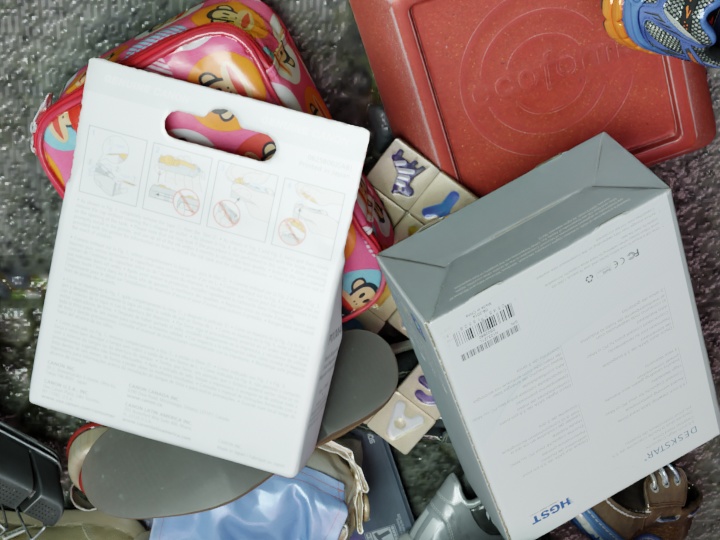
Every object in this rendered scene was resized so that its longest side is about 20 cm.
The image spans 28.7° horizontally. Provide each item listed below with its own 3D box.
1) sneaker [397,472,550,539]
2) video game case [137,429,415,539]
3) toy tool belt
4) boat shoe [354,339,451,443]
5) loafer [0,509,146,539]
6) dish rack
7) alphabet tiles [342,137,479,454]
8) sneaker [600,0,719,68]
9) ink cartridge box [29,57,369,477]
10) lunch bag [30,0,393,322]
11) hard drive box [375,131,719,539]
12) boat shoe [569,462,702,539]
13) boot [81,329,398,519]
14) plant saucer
[{"bbox_3d":[0.130,0.196,1.018,0.199,0.075,0.116,22,104,-29],"label":"sneaker"},{"bbox_3d":[-0.071,0.163,0.996,0.199,0.019,0.144,-18,122,1],"label":"video game case"},{"bbox_3d":[-0.090,0.154,0.905,0.199,0.123,0.126,7,120,-12],"label":"toy tool belt"},{"bbox_3d":[0.082,0.088,0.940,0.199,0.068,0.072,3,116,-13],"label":"boat shoe"},{"bbox_3d":[-0.244,0.205,0.958,0.199,0.068,0.076,-9,122,5],"label":"loafer"},{"bbox_3d":[-0.292,0.171,0.869,0.200,0.055,0.153,-44,134,6],"label":"dish rack"},{"bbox_3d":[0.000,0.000,0.877,0.200,0.008,0.167,37,112,-6],"label":"alphabet tiles"},{"bbox_3d":[0.231,-0.137,0.805,0.199,0.078,0.076,-2,113,-31],"label":"sneaker"},{"bbox_3d":[-0.086,-0.001,0.777,0.161,0.057,0.201,15,101,7],"label":"ink cartridge box"},{"bbox_3d":[-0.092,-0.043,0.823,0.175,0.082,0.201,-24,113,18],"label":"lunch bag"},{"bbox_3d":[0.117,0.046,0.831,0.155,0.077,0.201,-27,128,-7],"label":"hard drive box"},{"bbox_3d":[0.184,0.151,0.975,0.073,0.072,0.200,-51,150,6],"label":"boat shoe"},{"bbox_3d":[-0.069,0.101,0.856,0.199,0.074,0.075,-22,167,-5],"label":"boot"},{"bbox_3d":[0.110,-0.123,0.842,0.198,0.037,0.201,-18,121,2],"label":"plant saucer"}]
